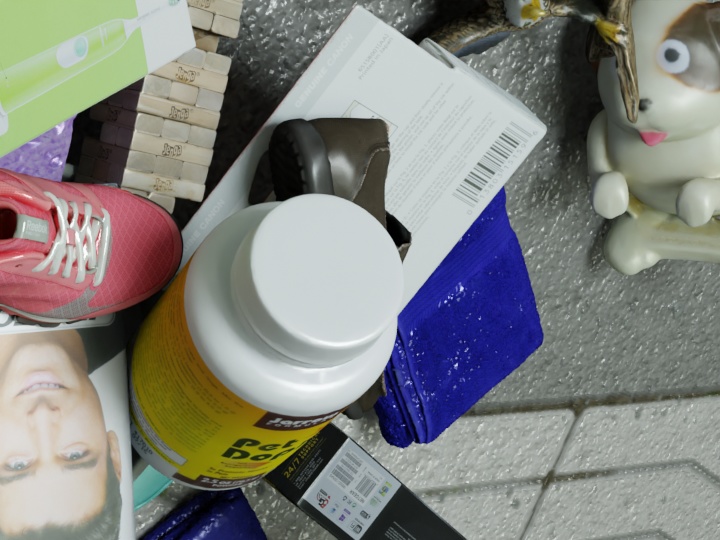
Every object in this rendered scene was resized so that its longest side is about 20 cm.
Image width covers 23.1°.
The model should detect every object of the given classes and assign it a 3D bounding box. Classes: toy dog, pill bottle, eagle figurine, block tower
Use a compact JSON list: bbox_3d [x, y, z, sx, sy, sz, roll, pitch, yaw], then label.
[{"bbox_3d":[0.229,-0.104,1.205,0.195,0.139,0.200,-61,145,-18],"label":"toy dog"},{"bbox_3d":[-0.051,0.036,0.897,0.109,0.110,0.200,-23,169,-29],"label":"pill bottle"},{"bbox_3d":[0.074,-0.166,1.084,0.199,0.151,0.153,-6,75,-5],"label":"eagle figurine"},{"bbox_3d":[-0.102,-0.134,0.958,0.054,0.058,0.201,11,94,-39],"label":"block tower"}]

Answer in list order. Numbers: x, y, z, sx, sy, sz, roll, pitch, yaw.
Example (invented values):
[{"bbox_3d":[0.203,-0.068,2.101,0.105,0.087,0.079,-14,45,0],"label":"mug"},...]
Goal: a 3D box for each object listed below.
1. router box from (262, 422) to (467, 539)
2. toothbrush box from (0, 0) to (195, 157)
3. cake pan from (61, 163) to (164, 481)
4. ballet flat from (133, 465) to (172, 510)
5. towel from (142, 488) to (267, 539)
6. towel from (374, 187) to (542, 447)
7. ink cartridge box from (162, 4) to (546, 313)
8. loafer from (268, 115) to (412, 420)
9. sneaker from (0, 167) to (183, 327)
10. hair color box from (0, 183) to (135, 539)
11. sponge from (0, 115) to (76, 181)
[{"bbox_3d":[-0.017,0.135,1.120,0.052,0.157,0.200,-51,133,-7],"label":"router box"},{"bbox_3d":[-0.175,-0.138,0.797,0.200,0.086,0.146,-39,126,-48],"label":"toothbrush box"},{"bbox_3d":[-0.186,0.040,0.970,0.199,0.037,0.202,0,90,-36],"label":"cake pan"},{"bbox_3d":[-0.194,0.138,1.032,0.200,0.075,0.068,-35,114,-28],"label":"ballet flat"},{"bbox_3d":[-0.110,0.250,1.182,0.148,0.049,0.201,-40,131,-27],"label":"towel"},{"bbox_3d":[0.052,0.012,1.178,0.147,0.049,0.201,-35,130,-20],"label":"towel"},{"bbox_3d":[-0.012,-0.047,1.020,0.173,0.044,0.200,28,106,-41],"label":"ink cartridge box"},{"bbox_3d":[0.000,0.000,0.982,0.071,0.073,0.201,-20,132,-16],"label":"loafer"},{"bbox_3d":[-0.161,-0.011,0.836,0.199,0.087,0.074,5,86,-37],"label":"sneaker"},{"bbox_3d":[-0.176,0.057,0.916,0.099,0.060,0.201,-4,93,-37],"label":"hair color box"},{"bbox_3d":[-0.183,-0.152,0.901,0.111,0.030,0.201,10,94,-43],"label":"sponge"}]
